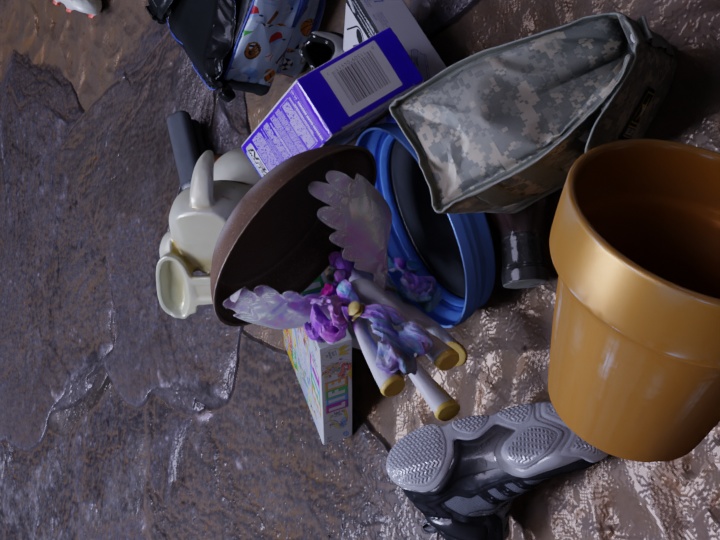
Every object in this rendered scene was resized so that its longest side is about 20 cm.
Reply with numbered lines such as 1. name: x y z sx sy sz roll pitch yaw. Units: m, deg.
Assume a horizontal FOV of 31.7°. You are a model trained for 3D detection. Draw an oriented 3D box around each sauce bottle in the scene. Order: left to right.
1. sauce bottle: 0.138 -0.085 1.135 0.066 0.066 0.200 -17 75 50

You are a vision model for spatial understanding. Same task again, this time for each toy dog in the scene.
1. toy dog: -0.148 -0.062 1.414 0.139 0.200 0.194 -10 117 19

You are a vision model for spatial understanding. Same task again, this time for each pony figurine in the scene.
1. pony figurine: 0.002 0.029 1.116 0.167 0.193 0.200 -46 55 11

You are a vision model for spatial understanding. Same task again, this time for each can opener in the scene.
1. can opener: -0.188 -0.116 1.582 0.067 0.053 0.200 -23 64 14

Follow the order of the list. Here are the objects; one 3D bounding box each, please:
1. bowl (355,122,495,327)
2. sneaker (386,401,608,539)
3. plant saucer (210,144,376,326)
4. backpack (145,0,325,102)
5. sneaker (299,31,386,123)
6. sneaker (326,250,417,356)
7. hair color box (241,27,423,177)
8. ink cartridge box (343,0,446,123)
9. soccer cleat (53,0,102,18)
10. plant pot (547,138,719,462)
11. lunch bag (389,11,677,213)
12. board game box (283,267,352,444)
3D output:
1. bowl: 0.059 -0.045 1.181 0.201 0.039 0.201 52 156 35
2. sneaker: 0.130 0.184 1.108 0.200 0.076 0.114 -11 120 21
3. plant saucer: -0.067 -0.038 1.127 0.037 0.200 0.200 42 121 20
4. backpack: -0.126 -0.314 1.428 0.200 0.154 0.191 50 133 35
5. sneaker: -0.004 -0.173 1.315 0.074 0.080 0.200 -53 50 32
6. sneaker: 0.000 0.000 1.290 0.070 0.080 0.200 -52 47 37
7. hair color box: -0.031 -0.145 1.192 0.065 0.109 0.200 58 158 -2
8. ink cartridge box: 0.042 -0.187 1.223 0.094 0.044 0.200 96 152 -54
9. soccer cleat: -0.436 -0.446 1.911 0.200 0.069 0.078 50 121 46
10. plant pot: 0.222 0.034 0.927 0.200 0.200 0.183 53 141 41
11. lunch bag: 0.153 -0.128 0.999 0.200 0.164 0.118 -28 81 23
12. board game box: -0.046 0.073 1.295 0.200 0.034 0.135 90 159 -55
